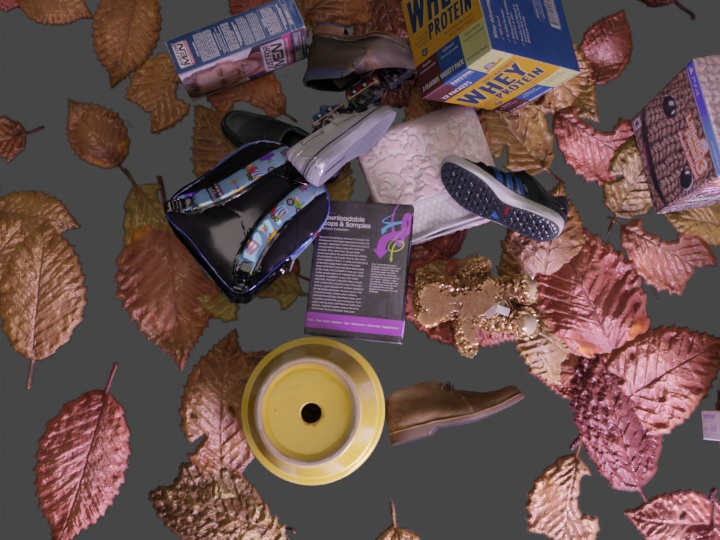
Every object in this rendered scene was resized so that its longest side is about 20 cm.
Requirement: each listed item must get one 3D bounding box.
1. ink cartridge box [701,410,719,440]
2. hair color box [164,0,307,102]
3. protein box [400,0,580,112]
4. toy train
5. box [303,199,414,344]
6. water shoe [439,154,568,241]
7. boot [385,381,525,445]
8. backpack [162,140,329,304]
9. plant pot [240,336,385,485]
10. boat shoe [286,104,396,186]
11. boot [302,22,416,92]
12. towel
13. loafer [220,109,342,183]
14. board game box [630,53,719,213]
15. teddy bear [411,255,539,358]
[{"bbox_3d":[0.544,0.206,0.882,0.093,0.200,0.045,1,79,-1],"label":"ink cartridge box"},{"bbox_3d":[-0.182,-0.334,1.020,0.199,0.100,0.061,-22,82,-5],"label":"hair color box"},{"bbox_3d":[0.183,-0.356,0.968,0.199,0.135,0.200,-3,77,-39],"label":"protein box"},{"bbox_3d":[0.001,-0.271,1.044,0.199,0.034,0.046,-37,67,-10],"label":"toy train"},{"bbox_3d":[0.000,0.000,0.978,0.142,0.036,0.202,5,85,10],"label":"box"},{"bbox_3d":[0.209,-0.115,0.987,0.199,0.072,0.079,32,52,4],"label":"water shoe"},{"bbox_3d":[0.131,0.184,0.949,0.198,0.074,0.076,-14,70,-2],"label":"boot"},{"bbox_3d":[-0.150,-0.075,0.954,0.200,0.135,0.183,-42,84,-16],"label":"backpack"},{"bbox_3d":[-0.063,0.184,0.881,0.199,0.189,0.203,0,80,-2],"label":"plant pot"},{"bbox_3d":[-0.024,-0.196,0.952,0.067,0.074,0.200,40,48,8],"label":"boat shoe"},{"bbox_3d":[0.004,-0.308,1.024,0.199,0.075,0.098,19,85,25],"label":"boot"},{"bbox_3d":[0.108,-0.145,1.026,0.199,0.032,0.192,-19,80,-5],"label":"towel"},{"bbox_3d":[-0.118,-0.194,1.010,0.199,0.070,0.068,25,79,3],"label":"loafer"},{"bbox_3d":[0.488,-0.188,0.955,0.096,0.200,0.161,-10,79,-3],"label":"board game box"},{"bbox_3d":[0.169,0.049,0.981,0.198,0.067,0.146,-13,89,-10],"label":"teddy bear"}]
